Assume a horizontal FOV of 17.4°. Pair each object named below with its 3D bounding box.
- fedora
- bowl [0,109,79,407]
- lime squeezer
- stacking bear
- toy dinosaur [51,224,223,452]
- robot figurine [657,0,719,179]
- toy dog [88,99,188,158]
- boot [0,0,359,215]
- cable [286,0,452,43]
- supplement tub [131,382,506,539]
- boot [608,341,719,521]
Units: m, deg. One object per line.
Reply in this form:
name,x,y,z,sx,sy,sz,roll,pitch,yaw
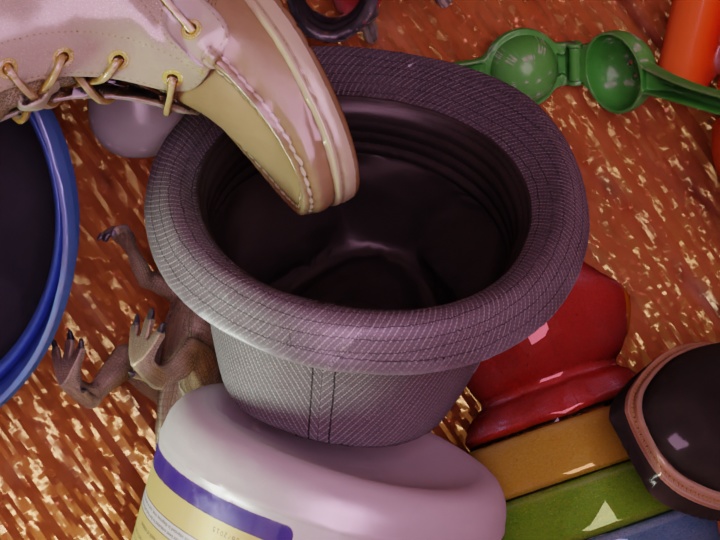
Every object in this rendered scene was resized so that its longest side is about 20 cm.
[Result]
fedora,0.000,0.000,0.950,0.176,0.200,0.091,7,126,-1
bowl,-0.208,-0.023,0.963,0.200,0.039,0.202,2,100,11
lime squeezer,0.084,-0.080,1.026,0.199,0.071,0.038,6,128,21
stacking bear,0.094,0.084,1.004,0.113,0.121,0.201,-18,83,-5
toy dinosaur,-0.075,0.042,0.988,0.101,0.058,0.201,22,81,-51
robot figurine,0.213,-0.097,1.017,0.143,0.117,0.201,11,87,-19
toy dog,-0.092,-0.157,0.994,0.131,0.096,0.201,23,99,5
boot,-0.109,-0.072,0.885,0.154,0.072,0.200,-35,80,-20
cable,-0.013,-0.176,0.980,0.097,0.050,0.200,-30,122,1
supplement tub,-0.033,0.160,0.953,0.145,0.145,0.201,15,100,-7
boot,0.205,0.033,0.959,0.200,0.138,0.078,-10,68,-47
